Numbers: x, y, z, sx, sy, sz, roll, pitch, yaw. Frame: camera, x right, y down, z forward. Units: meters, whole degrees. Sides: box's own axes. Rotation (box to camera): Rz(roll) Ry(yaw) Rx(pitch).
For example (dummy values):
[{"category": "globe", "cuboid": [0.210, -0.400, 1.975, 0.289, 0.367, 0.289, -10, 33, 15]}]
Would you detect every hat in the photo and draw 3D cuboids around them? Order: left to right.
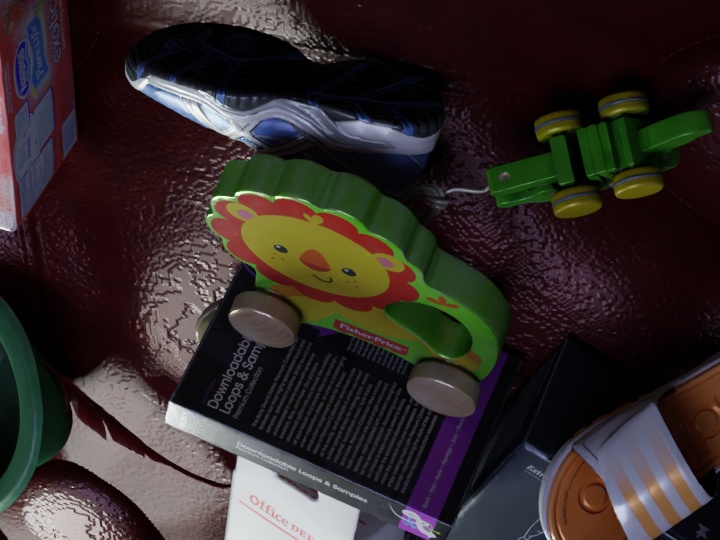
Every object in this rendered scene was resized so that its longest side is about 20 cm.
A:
[{"category": "hat", "cuboid": [-0.227, 0.094, 1.835, 0.165, 0.176, 0.201, -22, 81, 40]}]

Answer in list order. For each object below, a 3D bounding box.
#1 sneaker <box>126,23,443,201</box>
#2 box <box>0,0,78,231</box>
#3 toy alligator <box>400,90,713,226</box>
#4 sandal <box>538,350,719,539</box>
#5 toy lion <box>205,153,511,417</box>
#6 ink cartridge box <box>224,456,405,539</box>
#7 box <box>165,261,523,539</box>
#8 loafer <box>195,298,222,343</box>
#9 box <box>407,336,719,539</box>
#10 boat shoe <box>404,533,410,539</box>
[{"category": "sneaker", "cuboid": [-0.051, -0.093, 1.529, 0.199, 0.076, 0.077, 18, 132, 9]}, {"category": "box", "cuboid": [-0.244, -0.137, 1.570, 0.094, 0.103, 0.201, 14, 135, 13]}, {"category": "toy alligator", "cuboid": [0.122, -0.060, 1.499, 0.199, 0.060, 0.054, -17, 165, 23]}, {"category": "sandal", "cuboid": [0.198, 0.105, 1.537, 0.079, 0.206, 0.059, 53, 176, -5]}, {"category": "toy lion", "cuboid": [0.000, 0.000, 1.540, 0.199, 0.069, 0.192, 22, 155, 2]}, {"category": "ink cartridge box", "cuboid": [-0.034, 0.198, 1.768, 0.117, 0.067, 0.201, 30, 130, 28]}, {"category": "box", "cuboid": [-0.010, 0.078, 1.629, 0.199, 0.143, 0.036, 25, 144, 3]}, {"category": "loafer", "cuboid": [-0.023, 0.078, 1.689, 0.199, 0.068, 0.076, 19, 135, 7]}, {"category": "box", "cuboid": [0.137, 0.167, 1.669, 0.148, 0.107, 0.200, 33, 136, -6]}, {"category": "boat shoe", "cuboid": [0.043, 0.236, 1.805, 0.199, 0.068, 0.072, 3, 133, 27]}]
